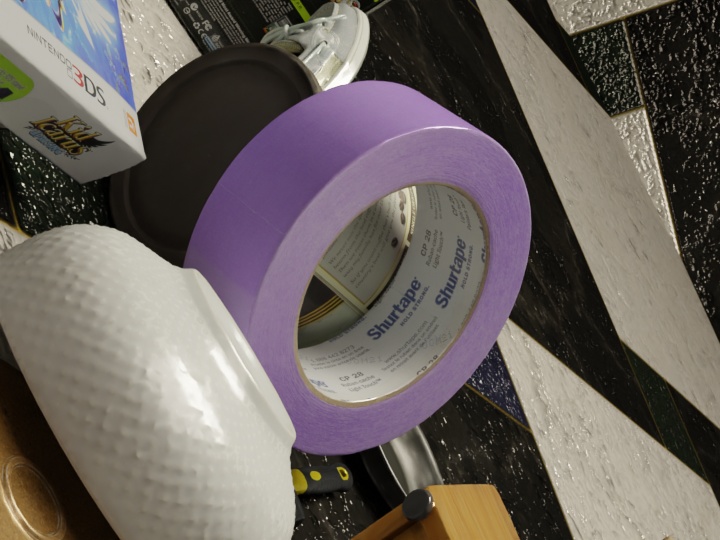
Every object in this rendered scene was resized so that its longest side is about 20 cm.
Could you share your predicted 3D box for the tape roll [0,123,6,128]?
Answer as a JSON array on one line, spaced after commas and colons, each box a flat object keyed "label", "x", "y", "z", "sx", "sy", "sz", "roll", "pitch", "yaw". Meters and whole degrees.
[{"label": "tape roll", "x": -0.225, "y": -0.172, "z": 1.111, "sx": 0.203, "sy": 0.037, "sz": 0.203, "roll": 52, "pitch": 18, "yaw": -25}]

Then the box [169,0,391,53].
[{"label": "box", "x": -0.066, "y": -0.258, "z": 1.459, "sx": 0.200, "sy": 0.193, "sz": 0.048, "roll": 55, "pitch": 16, "yaw": -16}]

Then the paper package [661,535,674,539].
[{"label": "paper package", "x": 0.256, "y": 0.344, "z": 1.575, "sx": 0.191, "sy": 0.103, "sz": 0.200, "roll": 51, "pitch": 19, "yaw": -29}]

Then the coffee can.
[{"label": "coffee can", "x": -0.036, "y": -0.024, "z": 1.233, "sx": 0.200, "sy": 0.146, "sz": 0.147, "roll": 41, "pitch": 25, "yaw": -49}]

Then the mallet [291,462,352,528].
[{"label": "mallet", "x": -0.044, "y": 0.114, "z": 1.184, "sx": 0.066, "sy": 0.041, "sz": 0.200, "roll": 59, "pitch": 11, "yaw": 4}]

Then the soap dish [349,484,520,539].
[{"label": "soap dish", "x": 0.026, "y": 0.211, "z": 0.962, "sx": 0.081, "sy": 0.157, "sz": 0.201, "roll": 42, "pitch": 17, "yaw": -43}]

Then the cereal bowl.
[{"label": "cereal bowl", "x": -0.089, "y": 0.060, "z": 0.960, "sx": 0.201, "sy": 0.083, "sz": 0.200, "roll": 59, "pitch": -1, "yaw": 1}]

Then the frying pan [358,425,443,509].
[{"label": "frying pan", "x": 0.043, "y": 0.145, "z": 1.395, "sx": 0.190, "sy": 0.031, "sz": 0.115, "roll": 50, "pitch": 19, "yaw": -43}]

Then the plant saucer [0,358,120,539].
[{"label": "plant saucer", "x": -0.151, "y": 0.105, "z": 0.864, "sx": 0.201, "sy": 0.035, "sz": 0.201, "roll": 53, "pitch": 17, "yaw": -24}]

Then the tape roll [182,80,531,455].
[{"label": "tape roll", "x": 0.000, "y": 0.000, "z": 1.122, "sx": 0.066, "sy": 0.200, "sz": 0.200, "roll": 37, "pitch": -3, "yaw": 40}]

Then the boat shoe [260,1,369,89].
[{"label": "boat shoe", "x": -0.057, "y": -0.126, "z": 1.389, "sx": 0.065, "sy": 0.074, "sz": 0.202, "roll": 47, "pitch": 51, "yaw": -16}]

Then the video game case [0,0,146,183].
[{"label": "video game case", "x": -0.180, "y": -0.169, "z": 1.041, "sx": 0.181, "sy": 0.045, "sz": 0.201, "roll": 44, "pitch": 31, "yaw": -64}]
